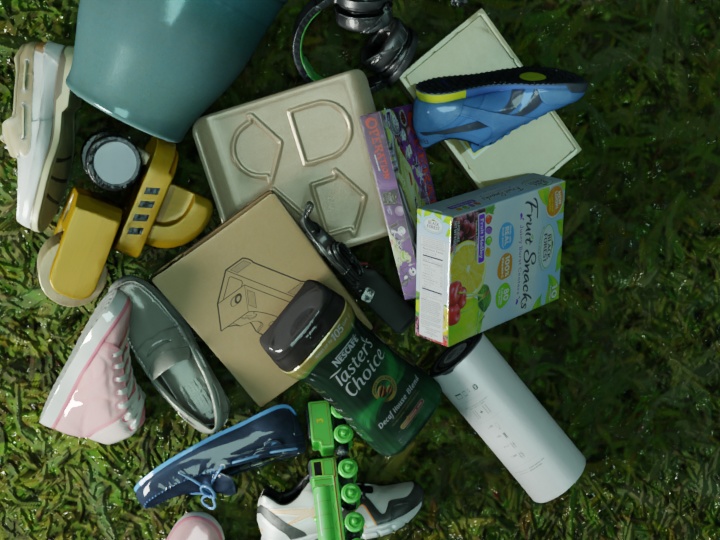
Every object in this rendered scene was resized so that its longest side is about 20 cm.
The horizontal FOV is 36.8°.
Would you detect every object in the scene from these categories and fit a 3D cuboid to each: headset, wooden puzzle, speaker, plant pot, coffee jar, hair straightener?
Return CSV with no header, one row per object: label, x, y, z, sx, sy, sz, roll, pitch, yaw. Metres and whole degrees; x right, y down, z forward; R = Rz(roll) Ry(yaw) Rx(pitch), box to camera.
headset,0.021,-0.257,1.165,0.199,0.094,0.124,-29,125,11
wooden puzzle,-0.066,-0.107,1.198,0.198,0.046,0.187,-18,106,-3
speaker,0.170,0.170,1.246,0.081,0.081,0.200,-41,98,-2
plant pot,-0.202,-0.243,1.112,0.199,0.200,0.189,26,99,-9
coffee jar,-0.011,0.105,1.178,0.200,0.085,0.105,42,83,-20
hair straightener,0.000,0.000,1.177,0.041,0.077,0.200,-40,122,-2

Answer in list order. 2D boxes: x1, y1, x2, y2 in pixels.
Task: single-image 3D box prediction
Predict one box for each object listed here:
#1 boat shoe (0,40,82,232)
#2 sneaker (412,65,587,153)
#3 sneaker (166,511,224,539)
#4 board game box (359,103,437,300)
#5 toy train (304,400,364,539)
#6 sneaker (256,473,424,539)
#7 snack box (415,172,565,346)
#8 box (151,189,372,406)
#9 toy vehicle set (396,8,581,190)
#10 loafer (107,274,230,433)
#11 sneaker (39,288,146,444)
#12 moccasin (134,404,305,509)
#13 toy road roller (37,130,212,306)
boat shoe,-0.347,-0.145,1.162,0.068,0.075,0.202,11,89,0
sneaker,0.154,-0.178,1.199,0.198,0.066,0.079,-9,117,-9
sneaker,-0.198,0.378,1.202,0.075,0.105,0.202,16,92,-7
board game box,0.054,-0.079,1.191,0.032,0.120,0.202,-12,98,19
toy train,-0.029,0.235,1.201,0.056,0.042,0.202,-5,60,-6
sneaker,-0.025,0.268,1.236,0.198,0.074,0.081,-13,95,-6
snack box,0.143,-0.016,1.173,0.199,0.053,0.144,-18,117,-42
box,-0.106,0.035,1.197,0.163,0.021,0.201,-35,114,3
toy vehicle set,0.146,-0.179,1.237,0.124,0.027,0.201,-38,99,-2
loafer,-0.210,0.093,1.197,0.070,0.070,0.201,-36,99,-2
sneaker,-0.264,0.111,1.168,0.104,0.076,0.201,27,121,-13
moccasin,-0.154,0.219,1.206,0.199,0.081,0.069,-28,78,-3
toy road roller,-0.247,-0.049,1.157,0.145,0.123,0.202,23,92,-20
